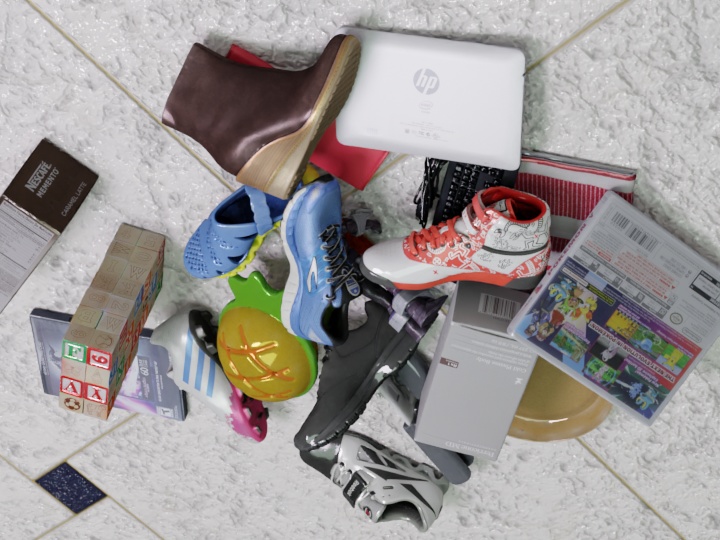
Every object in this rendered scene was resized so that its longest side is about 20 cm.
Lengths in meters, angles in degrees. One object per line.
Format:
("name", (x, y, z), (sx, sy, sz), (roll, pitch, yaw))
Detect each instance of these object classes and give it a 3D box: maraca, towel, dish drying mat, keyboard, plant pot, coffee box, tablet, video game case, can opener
("maraca", (-0.107, 0.078, 1.713), (0.136, 0.107, 0.201), (24, 141, 13))
("towel", (0.210, -0.035, 1.572), (0.143, 0.023, 0.201), (11, 132, 8))
("dish drying mat", (-0.064, -0.162, 1.557), (0.199, 0.018, 0.077), (31, 132, -8))
("keyboard", (0.099, -0.060, 1.561), (0.103, 0.040, 0.201), (27, 134, 14))
("plant pot", (0.199, 0.120, 1.707), (0.198, 0.028, 0.201), (10, 133, 10))
("coffee box", (-0.398, -0.043, 1.708), (0.079, 0.115, 0.200), (35, 131, -13))
("tablet", (0.068, -0.173, 1.481), (0.198, 0.014, 0.131), (10, 122, 17))
("video game case", (0.282, 0.043, 1.543), (0.199, 0.023, 0.183), (33, 100, -18))
("video game case", (-0.322, 0.122, 1.892), (0.198, 0.019, 0.144), (9, 132, 10))
("can opener", (0.082, 0.180, 1.780), (0.066, 0.053, 0.201), (-18, 122, 30))

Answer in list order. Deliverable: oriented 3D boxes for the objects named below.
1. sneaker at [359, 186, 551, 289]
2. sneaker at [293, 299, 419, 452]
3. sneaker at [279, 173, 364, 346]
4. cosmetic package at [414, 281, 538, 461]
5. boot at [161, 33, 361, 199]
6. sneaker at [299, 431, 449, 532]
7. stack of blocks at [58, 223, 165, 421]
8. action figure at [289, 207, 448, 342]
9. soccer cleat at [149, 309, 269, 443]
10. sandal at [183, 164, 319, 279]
("sneaker", (0.099, -0.038, 1.525), (0.199, 0.068, 0.109), (2, 133, 0))
("sneaker", (-0.017, 0.121, 1.696), (0.091, 0.200, 0.076), (40, 168, 4))
("sneaker", (-0.031, -0.008, 1.563), (0.089, 0.078, 0.202), (25, 129, 35))
("cosmetic package", (0.132, 0.112, 1.647), (0.106, 0.091, 0.201), (13, 130, 1))
("boot", (-0.104, -0.186, 1.492), (0.166, 0.072, 0.201), (34, 117, 8))
("sneaker", (0.010, 0.270, 1.862), (0.198, 0.089, 0.074), (19, 135, 4))
("stack of blocks", (-0.285, 0.058, 1.697), (0.058, 0.201, 0.116), (15, 134, 2))
("action figure", (0.000, 0.000, 1.644), (0.199, 0.069, 0.130), (36, 140, 6))
("soccer cleat", (-0.186, 0.135, 1.821), (0.086, 0.070, 0.201), (-20, 114, 21))
("sandal", (-0.135, -0.057, 1.614), (0.200, 0.087, 0.080), (-39, 66, 33))
